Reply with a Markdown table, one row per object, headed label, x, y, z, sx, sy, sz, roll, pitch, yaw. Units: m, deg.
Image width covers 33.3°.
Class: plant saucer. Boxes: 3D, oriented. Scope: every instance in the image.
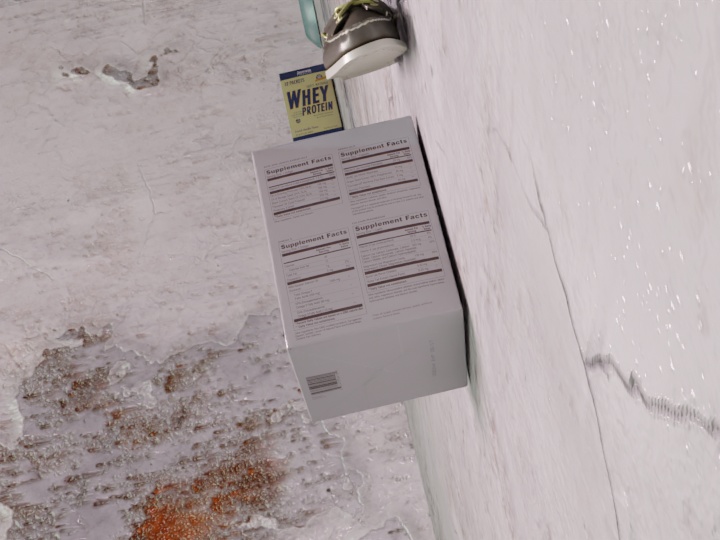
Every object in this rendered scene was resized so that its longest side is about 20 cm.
| label | x | y | z | sx | sy | sz | roll | pitch | yaw |
| --- | --- | --- | --- | --- | --- | --- | --- | --- | --- |
| plant saucer | -0.148 | -0.723 | 3.399 | 0.201 | 0.038 | 0.204 | 168 | 90 | -88 |

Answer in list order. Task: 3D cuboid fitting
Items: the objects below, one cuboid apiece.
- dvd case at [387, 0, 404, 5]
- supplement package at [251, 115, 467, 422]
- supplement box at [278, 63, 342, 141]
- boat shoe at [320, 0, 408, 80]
| label | x | y | z | sx | sy | sz | roll | pitch | yaw |
| --- | --- | --- | --- | --- | --- | --- | --- | --- | --- |
| dvd case | 0.003 | -0.323 | 0.897 | 0.201 | 0.016 | 0.150 | 80 | 176 | -49 |
| supplement package | 0.000 | 0.000 | 1.072 | 0.152 | 0.149 | 0.202 | 79 | 179 | -59 |
| supplement box | -0.122 | -0.401 | 3.158 | 0.200 | 0.133 | 0.202 | 82 | 175 | -75 |
| boat shoe | -0.001 | -0.199 | 1.022 | 0.202 | 0.071 | 0.061 | -83 | -24 | -82 |
